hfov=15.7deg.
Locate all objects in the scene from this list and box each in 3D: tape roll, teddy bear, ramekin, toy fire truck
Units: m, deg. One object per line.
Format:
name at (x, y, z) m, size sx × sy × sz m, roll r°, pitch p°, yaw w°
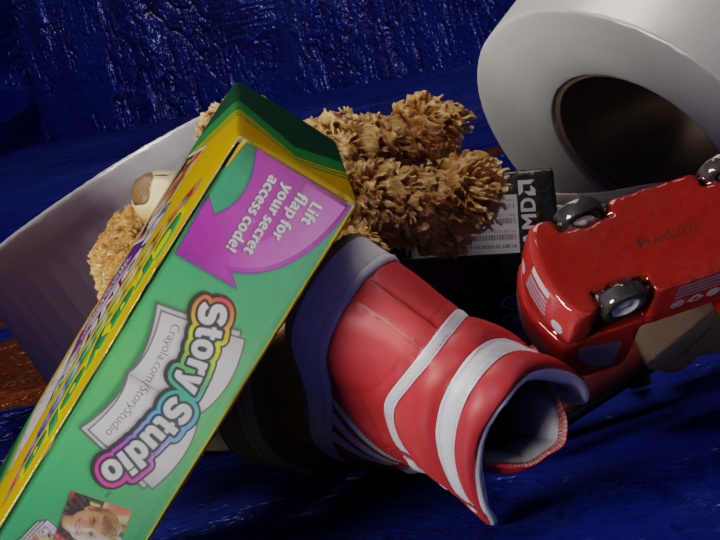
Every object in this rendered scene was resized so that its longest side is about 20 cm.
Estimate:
tape roll at (0.181, -0.109, 1.384) m, size 0.202 × 0.203 × 0.139 m, roll -3°, pitch 43°, yaw 52°
teddy bear at (-0.030, -0.034, 1.198) m, size 0.199 × 0.067 × 0.145 m, roll -6°, pitch 47°, yaw 0°
ramekin at (-0.114, -0.005, 1.480) m, size 0.200 × 0.098 × 0.200 m, roll -32°, pitch -3°, yaw -2°
toy fire truck at (0.152, 0.006, 1.089) m, size 0.199 × 0.049 × 0.141 m, roll -18°, pitch -27°, yaw -17°

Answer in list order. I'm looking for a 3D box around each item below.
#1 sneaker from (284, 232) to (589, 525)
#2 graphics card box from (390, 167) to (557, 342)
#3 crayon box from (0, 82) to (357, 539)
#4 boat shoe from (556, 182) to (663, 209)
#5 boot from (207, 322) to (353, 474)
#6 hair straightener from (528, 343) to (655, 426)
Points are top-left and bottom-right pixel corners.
sneaker at (0.037, 0.061, 1.074) m, size 0.071 × 0.112 × 0.200 m, roll -53°, pitch -18°, yaw -11°
graphics card box at (0.000, 0.000, 1.297) m, size 0.199 × 0.051 × 0.126 m, roll -5°, pitch -22°, yaw 1°
crayon box at (-0.079, 0.031, 1.042) m, size 0.058 × 0.200 × 0.173 m, roll 31°, pitch 7°, yaw -7°
boat shoe at (0.147, -0.008, 1.362) m, size 0.199 × 0.072 × 0.059 m, roll 2°, pitch -3°, yaw 32°
boot at (-0.074, 0.059, 1.218) m, size 0.155 × 0.073 × 0.200 m, roll -7°, pitch 6°, yaw 17°
hair straightener at (0.136, 0.019, 1.186) m, size 0.200 × 0.041 × 0.077 m, roll -35°, pitch -10°, yaw -30°
